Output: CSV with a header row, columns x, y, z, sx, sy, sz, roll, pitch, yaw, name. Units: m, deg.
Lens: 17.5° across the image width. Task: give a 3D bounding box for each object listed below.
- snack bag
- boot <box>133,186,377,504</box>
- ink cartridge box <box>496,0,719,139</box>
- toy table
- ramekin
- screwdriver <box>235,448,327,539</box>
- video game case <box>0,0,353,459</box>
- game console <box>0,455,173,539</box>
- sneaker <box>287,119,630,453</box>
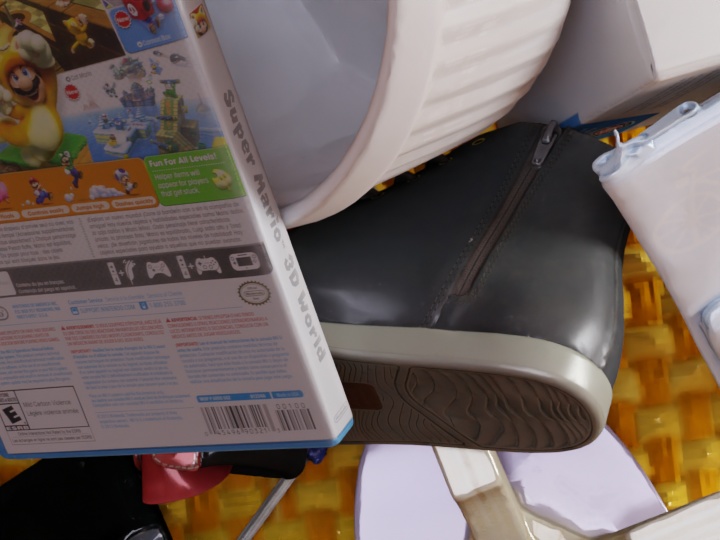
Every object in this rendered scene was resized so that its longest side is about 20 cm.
x,y,z,sx,sy,sz,roll,pitch,yaw,name
0.193,-0.029,0.813,0.188,0.200,0.021,-31,49,5,snack bag
-0.091,0.005,0.869,0.199,0.072,0.145,24,74,-31,boot
0.144,-0.144,0.841,0.199,0.147,0.146,-16,86,-18,ink cartridge box
0.065,0.125,0.875,0.183,0.117,0.201,-34,83,2,toy table
-0.018,-0.120,0.775,0.105,0.200,0.201,-18,83,-39,ramekin
-0.029,0.090,0.933,0.029,0.028,0.201,32,94,9,screwdriver
-0.094,-0.028,0.759,0.142,0.018,0.201,-4,117,31,video game case
-0.128,0.196,0.932,0.199,0.116,0.176,-33,54,6,game console
0.000,0.000,0.824,0.199,0.075,0.107,8,56,16,sneaker
